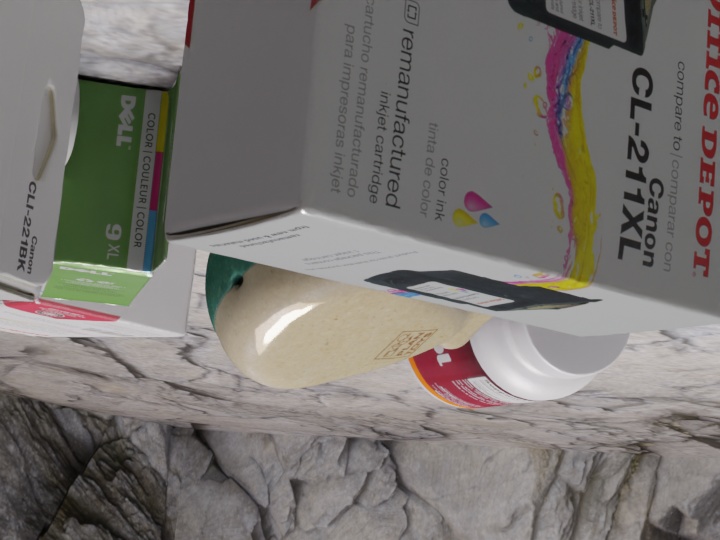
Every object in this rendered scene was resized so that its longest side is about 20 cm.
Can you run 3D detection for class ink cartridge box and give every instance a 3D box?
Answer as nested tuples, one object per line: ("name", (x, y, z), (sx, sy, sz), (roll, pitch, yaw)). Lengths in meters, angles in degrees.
("ink cartridge box", (-0.237, -0.068, 0.836), (0.199, 0.145, 0.084), (3, 170, 21))
("ink cartridge box", (0.041, -0.066, 0.652), (0.199, 0.147, 0.083), (13, 167, -37))
("ink cartridge box", (-0.247, 0.003, 1.472), (0.147, 0.086, 0.199), (14, 170, -42))
("ink cartridge box", (-0.143, -0.044, 1.047), (0.059, 0.104, 0.200), (7, 171, -11))

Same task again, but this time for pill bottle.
("pill bottle", (0.115, 0.041, 1.366), (0.112, 0.114, 0.200), (10, 170, -20))

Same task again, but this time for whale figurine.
("whale figurine", (0.000, 0.000, 1.065), (0.199, 0.104, 0.159), (2, 142, -43))

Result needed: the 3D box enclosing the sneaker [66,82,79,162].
("sneaker", (-0.221, -0.068, 1.042), (0.079, 0.079, 0.200), (5, 161, -23))
